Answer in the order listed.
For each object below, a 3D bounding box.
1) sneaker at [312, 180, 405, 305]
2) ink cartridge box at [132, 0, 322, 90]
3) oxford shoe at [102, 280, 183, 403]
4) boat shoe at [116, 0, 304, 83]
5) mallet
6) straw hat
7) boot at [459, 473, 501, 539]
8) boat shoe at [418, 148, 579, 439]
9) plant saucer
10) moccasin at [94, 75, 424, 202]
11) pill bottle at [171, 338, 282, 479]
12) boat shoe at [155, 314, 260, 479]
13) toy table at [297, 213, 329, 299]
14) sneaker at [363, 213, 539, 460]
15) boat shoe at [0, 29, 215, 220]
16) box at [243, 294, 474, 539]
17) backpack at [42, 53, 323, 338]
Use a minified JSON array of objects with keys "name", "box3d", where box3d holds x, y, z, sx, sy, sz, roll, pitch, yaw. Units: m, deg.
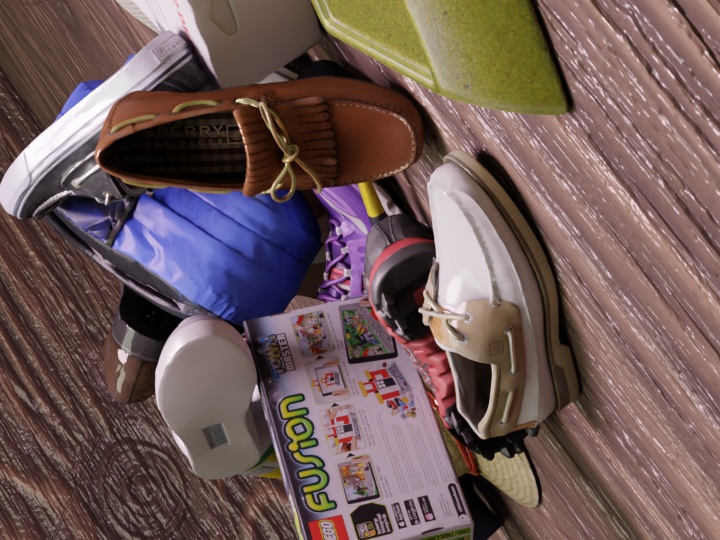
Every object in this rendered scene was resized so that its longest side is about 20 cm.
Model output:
[{"name":"sneaker","box3d":[0.000,0.000,1.156,0.081,0.083,0.201,40,157,54]},{"name":"ink cartridge box","box3d":[-0.120,-0.229,1.053,0.200,0.083,0.145,49,165,38]},{"name":"oxford shoe","box3d":[-0.171,0.045,1.280,0.072,0.085,0.200,23,-159,-2]},{"name":"boat shoe","box3d":[-0.102,-0.182,1.162,0.199,0.062,0.075,36,170,20]},{"name":"mallet","box3d":[0.010,-0.042,1.063,0.066,0.041,0.201,-123,9,-67]},{"name":"straw hat","box3d":[0.053,0.134,1.282,0.202,0.085,0.201,55,168,17]},{"name":"boot","box3d":[0.063,0.217,1.362,0.097,0.075,0.200,47,-153,3]},{"name":"boat shoe","box3d":[0.073,0.023,0.944,0.075,0.068,0.201,42,160,52]},{"name":"plant saucer","box3d":[0.003,-0.172,0.778,0.200,0.048,0.201,40,159,57]},{"name":"moccasin","box3d":[-0.062,-0.079,0.970,0.078,0.199,0.074,-76,-11,-61]},{"name":"pill bottle","box3d":[-0.055,0.114,1.308,0.199,0.113,0.113,18,-153,-54]},{"name":"boat shoe","box3d":[-0.105,0.076,1.125,0.201,0.071,0.069,75,177,-59]},{"name":"toy table","box3d":[-0.083,-0.023,1.361,0.184,0.117,0.201,45,163,49]},{"name":"sneaker","box3d":[0.059,0.040,1.056,0.201,0.070,0.098,57,-176,-35]},{"name":"boat shoe","box3d":[-0.170,-0.077,1.066,0.199,0.072,0.071,-35,96,39]},{"name":"box","box3d":[-0.005,0.107,1.072,0.035,0.109,0.201,89,167,-50]},{"name":"backpack","box3d":[-0.124,-0.053,1.186,0.199,0.169,0.162,36,-174,18]}]
